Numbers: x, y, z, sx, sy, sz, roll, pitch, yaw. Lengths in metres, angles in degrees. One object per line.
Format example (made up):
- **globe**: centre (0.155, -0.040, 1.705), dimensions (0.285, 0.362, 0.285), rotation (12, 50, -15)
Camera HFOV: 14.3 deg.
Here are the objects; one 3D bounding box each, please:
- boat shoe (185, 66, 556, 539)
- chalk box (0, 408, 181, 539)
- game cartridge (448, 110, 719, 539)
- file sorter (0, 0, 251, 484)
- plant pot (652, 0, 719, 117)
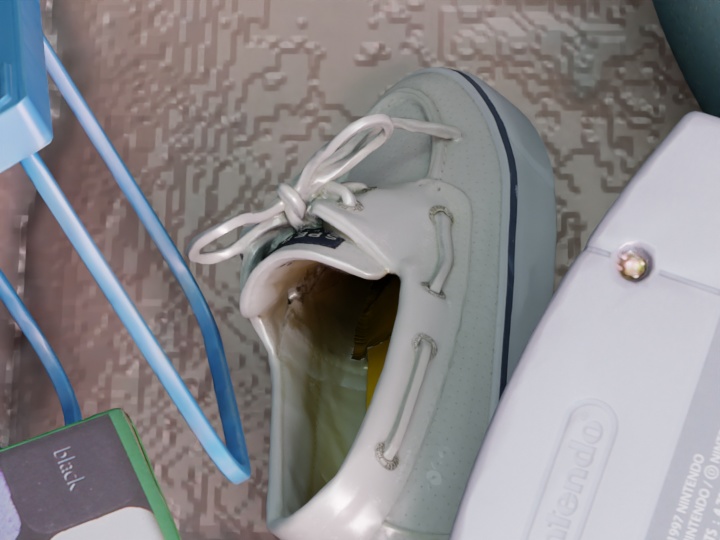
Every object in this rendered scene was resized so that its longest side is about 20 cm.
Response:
- **boat shoe**: centre (-0.003, 0.003, 0.750), dimensions (0.086, 0.075, 0.203), rotation (34, 37, -25)
- **chalk box**: centre (-0.085, 0.126, 0.645), dimensions (0.123, 0.201, 0.125), rotation (-19, 53, -12)
- **game cartridge**: centre (0.086, 0.071, 0.642), dimensions (0.133, 0.040, 0.201), rotation (20, 75, 5)
- **file sorter**: centre (-0.141, 0.032, 0.734), dimensions (0.199, 0.139, 0.123), rotation (-30, 113, 4)
- **plant pot**: centre (0.162, -0.079, 0.769), dimensions (0.199, 0.200, 0.136), rotation (4, 105, 4)
